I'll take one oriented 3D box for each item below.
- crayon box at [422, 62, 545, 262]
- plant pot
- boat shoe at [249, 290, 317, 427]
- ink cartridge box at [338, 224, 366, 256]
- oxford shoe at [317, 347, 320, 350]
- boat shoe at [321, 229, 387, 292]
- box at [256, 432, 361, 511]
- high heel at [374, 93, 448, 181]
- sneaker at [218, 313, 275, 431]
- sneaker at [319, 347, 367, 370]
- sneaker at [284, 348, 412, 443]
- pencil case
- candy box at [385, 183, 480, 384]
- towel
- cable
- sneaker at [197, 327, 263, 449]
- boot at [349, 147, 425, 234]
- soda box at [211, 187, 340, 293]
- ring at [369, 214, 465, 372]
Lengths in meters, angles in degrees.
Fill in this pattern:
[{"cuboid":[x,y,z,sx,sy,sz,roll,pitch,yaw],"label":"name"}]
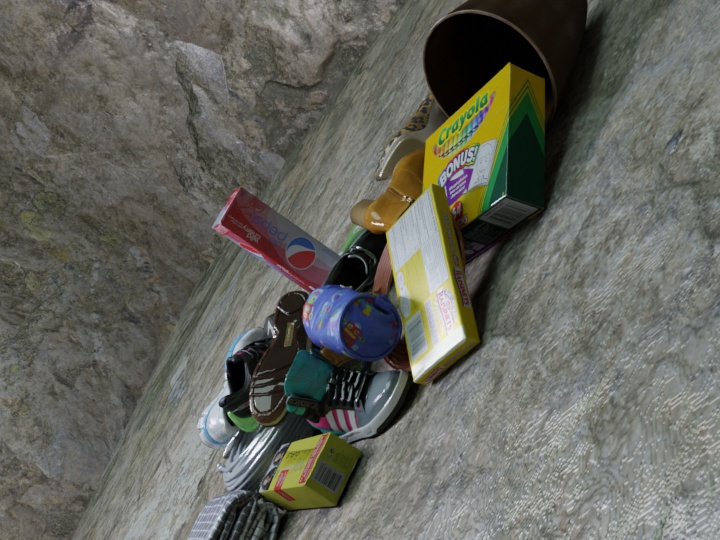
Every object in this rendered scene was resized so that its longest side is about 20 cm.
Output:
[{"cuboid":[0.142,-0.118,1.216,0.200,0.057,0.176,-38,42,56],"label":"crayon box"},{"cuboid":[0.207,-0.292,1.291,0.200,0.187,0.187,-49,6,-34],"label":"plant pot"},{"cuboid":[-0.092,0.129,1.383,0.073,0.075,0.205,1,53,23],"label":"boat shoe"},{"cuboid":[-0.011,0.009,1.606,0.202,0.059,0.104,-62,13,-19],"label":"ink cartridge box"},{"cuboid":[-0.079,0.114,1.553,0.200,0.083,0.074,148,110,-69],"label":"oxford shoe"},{"cuboid":[0.000,0.000,1.503,0.201,0.071,0.071,-57,-8,-29],"label":"boat shoe"},{"cuboid":[-0.068,0.253,1.265,0.076,0.050,0.200,-61,13,-22],"label":"box"},{"cuboid":[0.090,-0.228,1.735,0.199,0.072,0.143,-41,20,0],"label":"high heel"},{"cuboid":[-0.144,0.129,1.440,0.077,0.083,0.202,-42,21,40],"label":"sneaker"},{"cuboid":[-0.028,0.131,1.398,0.089,0.074,0.202,114,-179,-49],"label":"sneaker"},{"cuboid":[-0.028,0.139,1.221,0.200,0.120,0.085,-39,22,55],"label":"sneaker"},{"cuboid":[-0.013,0.060,1.237,0.088,0.077,0.200,-62,15,-6],"label":"pencil case"},{"cuboid":[0.078,0.014,1.143,0.102,0.026,0.203,-43,46,43],"label":"candy box"},{"cuboid":[-0.195,0.391,1.343,0.202,0.085,0.165,-63,13,-23],"label":"towel"},{"cuboid":[-0.124,0.238,1.461,0.201,0.069,0.200,-55,10,-2],"label":"cable"},{"cuboid":[-0.170,0.171,1.529,0.086,0.074,0.203,-30,34,51],"label":"sneaker"},{"cuboid":[0.090,-0.114,1.523,0.200,0.072,0.143,-38,28,-24],"label":"boot"},{"cuboid":[-0.127,-0.043,1.576,0.071,0.198,0.063,-59,14,-12],"label":"soda box"},{"cuboid":[0.061,0.019,1.219,0.200,0.019,0.204,-31,54,53],"label":"ring"}]
